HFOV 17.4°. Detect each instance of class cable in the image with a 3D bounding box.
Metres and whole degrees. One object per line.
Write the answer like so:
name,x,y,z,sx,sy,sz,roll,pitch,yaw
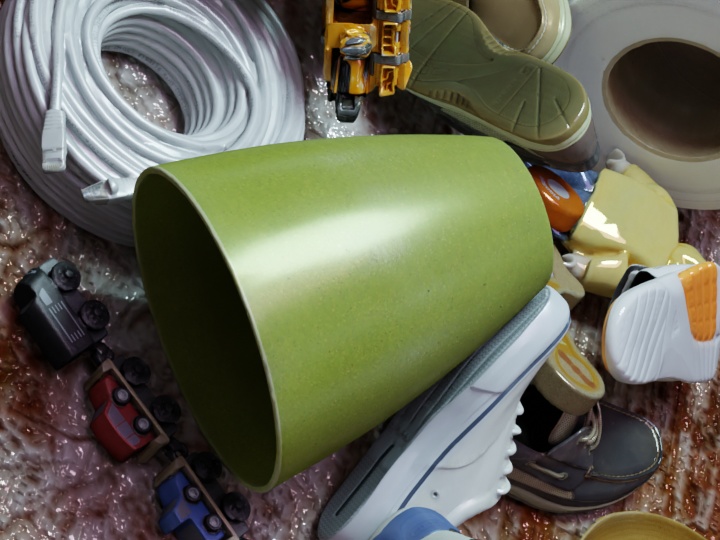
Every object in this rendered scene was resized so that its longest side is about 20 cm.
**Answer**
cable,-0.126,-0.109,1.408,0.199,0.069,0.201,7,59,-35

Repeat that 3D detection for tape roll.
tape roll,0.235,-0.161,1.620,0.202,0.203,0.140,37,48,-13

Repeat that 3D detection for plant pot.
plant pot,0.000,0.000,1.311,0.199,0.187,0.188,-21,76,-20

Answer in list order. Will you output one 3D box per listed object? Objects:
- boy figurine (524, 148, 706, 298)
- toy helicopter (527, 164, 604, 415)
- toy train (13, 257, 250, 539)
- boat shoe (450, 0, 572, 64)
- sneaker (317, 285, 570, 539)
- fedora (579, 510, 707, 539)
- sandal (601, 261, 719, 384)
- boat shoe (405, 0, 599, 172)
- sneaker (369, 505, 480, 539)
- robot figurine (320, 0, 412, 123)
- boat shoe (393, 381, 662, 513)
boy figurine,0.169,-0.029,1.584,0.199,0.064,0.125,36,47,-15
toy helicopter,0.092,0.008,1.437,0.132,0.079,0.201,21,31,-38
toy train,-0.128,0.082,1.313,0.046,0.034,0.201,-34,86,-40
boat shoe,0.071,-0.209,1.587,0.066,0.074,0.200,15,30,-45
sneaker,0.060,0.098,1.365,0.071,0.200,0.073,39,6,-21
fedora,0.216,0.230,1.446,0.199,0.082,0.202,19,53,-27
sandal,0.179,0.031,1.492,0.206,0.059,0.080,1,96,-62
boat shoe,0.078,-0.116,1.527,0.072,0.200,0.066,-44,136,-14
sneaker,0.071,0.229,1.283,0.080,0.115,0.201,-22,98,-24
robot figurine,0.004,-0.181,1.477,0.058,0.146,0.201,1,31,-2
boat shoe,0.116,0.103,1.456,0.199,0.073,0.075,6,60,-34
